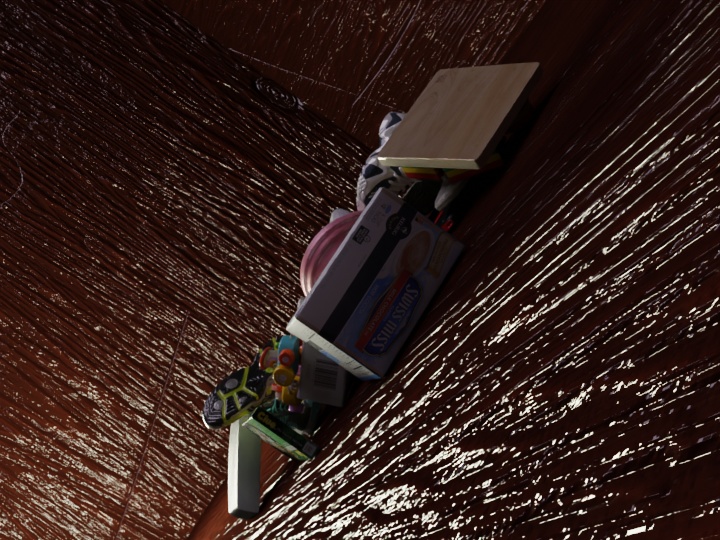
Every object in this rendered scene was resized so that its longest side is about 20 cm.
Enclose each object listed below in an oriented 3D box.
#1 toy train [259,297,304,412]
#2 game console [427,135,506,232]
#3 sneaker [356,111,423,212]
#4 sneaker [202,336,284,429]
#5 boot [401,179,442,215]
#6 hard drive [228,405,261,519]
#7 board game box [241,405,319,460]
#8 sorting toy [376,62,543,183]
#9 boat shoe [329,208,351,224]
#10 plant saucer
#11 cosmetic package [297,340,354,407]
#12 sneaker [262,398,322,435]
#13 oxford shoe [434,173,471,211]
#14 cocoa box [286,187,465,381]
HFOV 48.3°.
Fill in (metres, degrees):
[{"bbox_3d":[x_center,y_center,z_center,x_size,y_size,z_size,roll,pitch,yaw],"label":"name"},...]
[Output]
[{"bbox_3d":[-0.105,0.126,1.205,0.200,0.055,0.151,80,-162,-62],"label":"toy train"},{"bbox_3d":[0.162,-0.118,1.336,0.201,0.031,0.177,-58,7,-25],"label":"game console"},{"bbox_3d":[0.078,-0.159,1.330,0.079,0.129,0.201,36,-107,-55],"label":"sneaker"},{"bbox_3d":[-0.166,0.193,1.285,0.200,0.075,0.077,-38,-41,-33],"label":"sneaker"},{"bbox_3d":[0.089,-0.108,1.472,0.182,0.073,0.200,-43,4,6],"label":"boot"},{"bbox_3d":[-0.197,0.315,1.370,0.135,0.042,0.202,128,144,-63],"label":"hard drive"},{"bbox_3d":[-0.122,0.244,1.187,0.024,0.104,0.200,-53,2,-18],"label":"board game box"},{"bbox_3d":[0.158,-0.215,1.213,0.198,0.070,0.201,10,57,46],"label":"sorting toy"},{"bbox_3d":[-0.014,-0.015,1.405,0.072,0.201,0.069,-25,30,-6],"label":"boat shoe"},{"bbox_3d":[0.000,0.000,1.337,0.201,0.200,0.051,-55,38,14],"label":"plant saucer"},{"bbox_3d":[-0.036,0.111,1.220,0.200,0.071,0.102,-60,-21,-69],"label":"cosmetic package"},{"bbox_3d":[-0.119,0.232,1.342,0.200,0.091,0.078,127,161,-62],"label":"sneaker"},{"bbox_3d":[0.157,-0.173,1.277,0.201,0.058,0.075,-59,10,-30],"label":"oxford shoe"},{"bbox_3d":[0.017,0.023,1.021,0.201,0.131,0.133,-56,3,-13],"label":"cocoa box"}]
